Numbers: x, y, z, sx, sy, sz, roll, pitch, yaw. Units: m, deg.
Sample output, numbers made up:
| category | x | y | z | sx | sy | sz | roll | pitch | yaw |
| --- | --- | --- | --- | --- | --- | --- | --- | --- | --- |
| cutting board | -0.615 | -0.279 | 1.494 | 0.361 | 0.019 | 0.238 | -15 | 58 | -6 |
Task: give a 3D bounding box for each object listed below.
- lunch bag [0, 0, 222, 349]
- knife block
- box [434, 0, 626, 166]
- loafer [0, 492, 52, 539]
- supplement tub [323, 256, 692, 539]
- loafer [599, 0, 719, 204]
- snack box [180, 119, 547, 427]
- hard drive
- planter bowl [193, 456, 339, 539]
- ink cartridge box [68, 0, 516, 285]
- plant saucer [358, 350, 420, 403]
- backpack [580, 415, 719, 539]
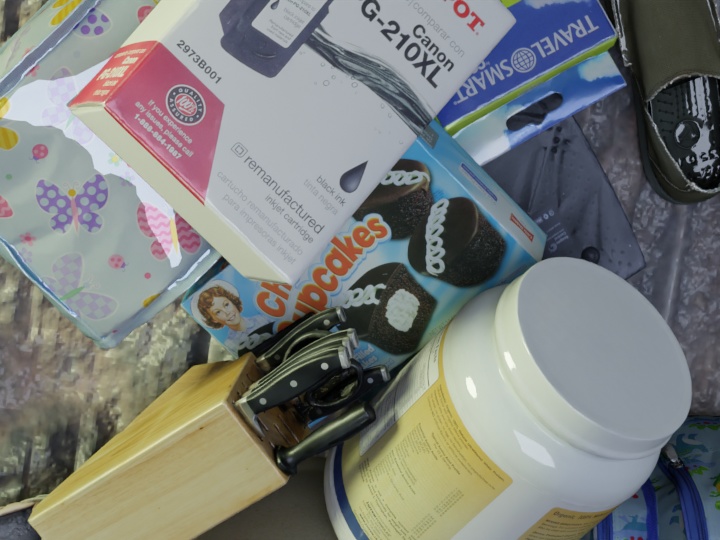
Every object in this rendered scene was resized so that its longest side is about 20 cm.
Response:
| category | x | y | z | sx | sy | sz | roll | pitch | yaw |
| --- | --- | --- | --- | --- | --- | --- | --- | --- | --- |
| lunch bag | -0.139 | -0.080 | 1.317 | 0.170 | 0.127 | 0.200 | 45 | 80 | -16 |
| knife block | -0.080 | 0.104 | 1.317 | 0.200 | 0.175 | 0.064 | -42 | 102 | -23 |
| box | 0.063 | -0.173 | 1.342 | 0.122 | 0.048 | 0.201 | -29 | 86 | -2 |
| loafer | -0.206 | 0.172 | 1.380 | 0.199 | 0.063 | 0.072 | -11 | 79 | -7 |
| supplement tub | 0.085 | 0.098 | 1.318 | 0.144 | 0.145 | 0.200 | 30 | 131 | -15 |
| loafer | 0.197 | -0.134 | 1.394 | 0.075 | 0.070 | 0.201 | -19 | 105 | -6 |
| snack box | 0.000 | 0.000 | 1.355 | 0.116 | 0.037 | 0.200 | 44 | 122 | -14 |
| hard drive | 0.075 | -0.055 | 1.402 | 0.135 | 0.042 | 0.200 | -33 | 104 | -3 |
| planter bowl | -0.026 | 0.231 | 1.398 | 0.199 | 0.135 | 0.201 | -2 | 103 | -10 |
| ink cartridge box | -0.036 | -0.114 | 1.239 | 0.145 | 0.084 | 0.200 | 44 | 77 | -17 |
| plant saucer | 0.004 | 0.018 | 1.409 | 0.070 | 0.019 | 0.200 | -24 | 106 | 18 |
| backpack | 0.197 | 0.194 | 1.397 | 0.146 | 0.200 | 0.184 | -1 | 103 | -10 |
